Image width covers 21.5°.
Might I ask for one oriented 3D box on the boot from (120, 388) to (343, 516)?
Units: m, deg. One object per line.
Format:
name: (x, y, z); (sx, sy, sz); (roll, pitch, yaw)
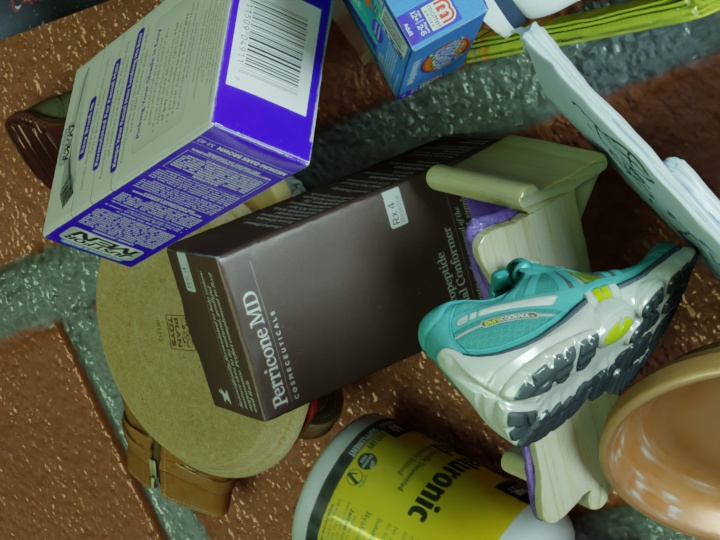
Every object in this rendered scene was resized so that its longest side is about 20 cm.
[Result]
boot: (-0.091, 0.108, 1.305); (0.200, 0.073, 0.155); (30, 126, 37)

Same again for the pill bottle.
pill bottle: (0.065, 0.179, 1.191); (0.199, 0.111, 0.112); (26, 125, 24)

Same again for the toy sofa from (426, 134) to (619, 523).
toy sofa: (0.094, 0.034, 1.057); (0.083, 0.097, 0.201); (19, 131, 53)

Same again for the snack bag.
snack bag: (0.158, -0.044, 0.981); (0.021, 0.189, 0.200); (-43, 82, 5)

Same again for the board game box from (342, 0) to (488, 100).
board game box: (-0.008, -0.192, 0.944); (0.045, 0.152, 0.201); (-29, 88, -3)

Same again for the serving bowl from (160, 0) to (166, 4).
serving bowl: (-0.109, -0.223, 1.098); (0.066, 0.200, 0.201); (-35, 88, 9)

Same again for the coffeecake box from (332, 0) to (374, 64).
coffeecake box: (0.010, -0.243, 1.054); (0.153, 0.073, 0.200); (-36, 88, 40)

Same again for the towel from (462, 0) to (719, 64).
towel: (0.111, -0.134, 1.021); (0.199, 0.086, 0.018); (-6, 105, 38)

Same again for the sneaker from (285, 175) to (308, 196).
sneaker: (-0.055, -0.035, 1.208); (0.199, 0.075, 0.087); (14, 113, 32)

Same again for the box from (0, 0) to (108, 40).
box: (-0.233, -0.180, 1.184); (0.136, 0.200, 0.038); (9, 116, 34)

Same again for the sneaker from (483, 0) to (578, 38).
sneaker: (0.054, -0.219, 0.952); (0.080, 0.076, 0.201); (-29, 95, 15)

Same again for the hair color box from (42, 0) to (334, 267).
hair color box: (-0.095, -0.084, 1.020); (0.200, 0.065, 0.110); (-23, 52, 52)

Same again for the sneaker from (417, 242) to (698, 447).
sneaker: (0.106, 0.018, 0.961); (0.080, 0.200, 0.078); (37, 123, 24)

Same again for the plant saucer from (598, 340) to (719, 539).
plant saucer: (0.228, 0.091, 1.015); (0.199, 0.038, 0.201); (7, 145, 5)

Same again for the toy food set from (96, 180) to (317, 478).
toy food set: (-0.097, 0.032, 1.190); (0.198, 0.049, 0.201); (-21, 89, 46)

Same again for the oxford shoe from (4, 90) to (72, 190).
oxford shoe: (-0.175, -0.094, 1.278); (0.200, 0.075, 0.071); (6, 132, 56)

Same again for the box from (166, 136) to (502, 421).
box: (0.000, 0.000, 1.089); (0.075, 0.199, 0.101); (11, 121, 61)
